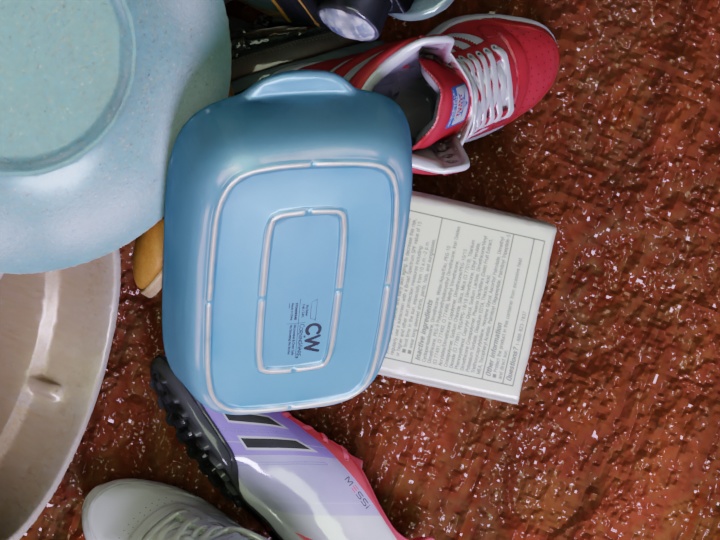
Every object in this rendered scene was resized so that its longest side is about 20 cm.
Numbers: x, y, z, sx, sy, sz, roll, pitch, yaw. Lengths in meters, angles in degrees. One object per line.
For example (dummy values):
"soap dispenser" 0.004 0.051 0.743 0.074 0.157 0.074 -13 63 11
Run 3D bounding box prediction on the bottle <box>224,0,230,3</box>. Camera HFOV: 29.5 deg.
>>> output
"bottle" -0.073 -0.190 0.752 0.199 0.084 0.066 -33 81 -14

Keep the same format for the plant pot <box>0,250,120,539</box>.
"plant pot" -0.254 0.032 0.734 0.182 0.200 0.203 17 93 10

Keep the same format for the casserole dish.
"casserole dish" -0.033 0.000 0.656 0.120 0.039 0.202 -5 130 -16

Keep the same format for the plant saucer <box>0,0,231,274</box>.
"plant saucer" -0.155 -0.098 0.611 0.198 0.039 0.204 -1 96 -11

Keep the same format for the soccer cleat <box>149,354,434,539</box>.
"soccer cleat" -0.042 0.116 0.796 0.073 0.068 0.200 -42 91 -18

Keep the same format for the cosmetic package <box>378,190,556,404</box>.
"cosmetic package" 0.000 0.000 0.770 0.198 0.087 0.105 14 94 -2

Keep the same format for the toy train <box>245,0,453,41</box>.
"toy train" 0.005 -0.202 0.635 0.113 0.085 0.202 14 76 26

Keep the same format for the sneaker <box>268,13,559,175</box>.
"sneaker" 0.052 -0.095 0.719 0.198 0.112 0.072 -19 104 -30

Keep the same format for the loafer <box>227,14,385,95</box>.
"loafer" -0.086 -0.117 0.775 0.198 0.072 0.064 -19 87 3

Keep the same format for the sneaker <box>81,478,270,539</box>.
"sneaker" -0.078 0.159 0.753 0.199 0.100 0.075 26 57 27

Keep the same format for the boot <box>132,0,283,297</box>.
"boot" -0.121 -0.103 0.670 0.143 0.071 0.203 23 86 -18
